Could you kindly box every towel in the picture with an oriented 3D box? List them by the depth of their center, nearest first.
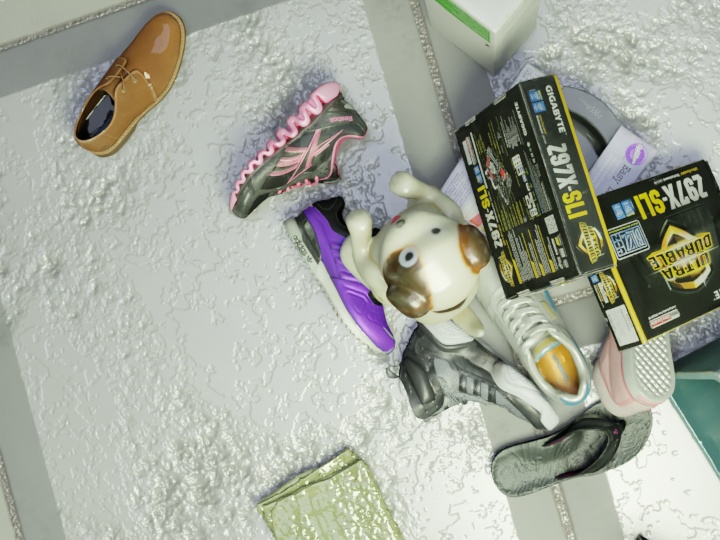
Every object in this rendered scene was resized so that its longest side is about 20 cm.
[{"bbox_3d":[-0.019,0.329,1.166,0.148,0.036,0.201,-29,86,5],"label":"towel"}]

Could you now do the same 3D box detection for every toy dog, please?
[{"bbox_3d":[0.063,-0.004,1.021,0.139,0.200,0.195,-27,88,-1],"label":"toy dog"}]

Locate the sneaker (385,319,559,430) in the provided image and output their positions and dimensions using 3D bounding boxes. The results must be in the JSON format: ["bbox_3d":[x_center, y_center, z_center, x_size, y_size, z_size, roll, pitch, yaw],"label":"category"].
[{"bbox_3d":[0.124,0.142,1.132,0.200,0.075,0.114,38,95,12],"label":"sneaker"}]

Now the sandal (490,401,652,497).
[{"bbox_3d":[0.247,0.209,1.127,0.199,0.048,0.076,-27,86,7],"label":"sandal"}]

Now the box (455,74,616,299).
[{"bbox_3d":[0.177,-0.081,1.023,0.049,0.160,0.201,-15,84,-19],"label":"box"}]

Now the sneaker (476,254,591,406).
[{"bbox_3d":[0.198,0.063,1.118,0.076,0.081,0.200,-38,84,7],"label":"sneaker"}]

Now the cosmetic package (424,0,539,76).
[{"bbox_3d":[0.133,-0.295,1.068,0.107,0.200,0.085,40,93,8],"label":"cosmetic package"}]

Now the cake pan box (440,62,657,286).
[{"bbox_3d":[0.214,-0.112,1.133,0.184,0.052,0.201,36,94,4],"label":"cake pan box"}]

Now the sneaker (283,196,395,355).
[{"bbox_3d":[0.000,0.000,1.149,0.099,0.070,0.201,-34,86,3],"label":"sneaker"}]

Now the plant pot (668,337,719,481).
[{"bbox_3d":[0.471,0.138,1.034,0.199,0.196,0.197,-32,86,-4],"label":"plant pot"}]

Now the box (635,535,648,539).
[{"bbox_3d":[0.356,0.440,1.079,0.196,0.117,0.201,27,94,6],"label":"box"}]

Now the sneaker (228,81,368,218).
[{"bbox_3d":[-0.071,-0.126,1.162,0.095,0.079,0.200,43,96,-6],"label":"sneaker"}]

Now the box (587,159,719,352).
[{"bbox_3d":[0.329,-0.020,1.062,0.199,0.049,0.161,-18,81,-30],"label":"box"}]

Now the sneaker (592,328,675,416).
[{"bbox_3d":[0.306,0.071,1.112,0.075,0.105,0.201,14,61,-7],"label":"sneaker"}]

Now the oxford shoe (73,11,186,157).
[{"bbox_3d":[-0.278,-0.227,1.185,0.071,0.071,0.201,32,92,8],"label":"oxford shoe"}]
